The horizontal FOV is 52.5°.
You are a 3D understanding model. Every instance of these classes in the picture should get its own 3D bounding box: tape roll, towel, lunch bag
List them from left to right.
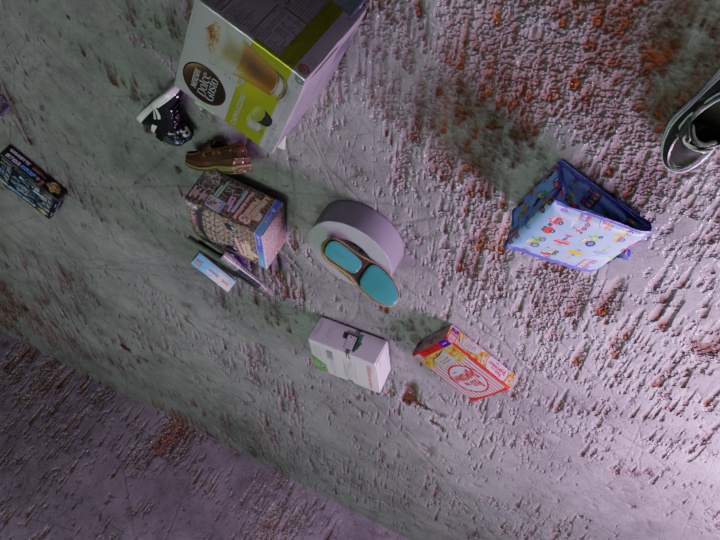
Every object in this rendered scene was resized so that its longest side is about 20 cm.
[{"bbox_3d":[-0.316,-0.017,1.785,0.200,0.035,0.192,24,167,48],"label":"towel"},{"bbox_3d":[-0.010,-0.054,1.558,0.199,0.066,0.201,21,146,15],"label":"tape roll"},{"bbox_3d":[0.369,-0.066,1.218,0.199,0.094,0.151,26,146,-8],"label":"lunch bag"}]

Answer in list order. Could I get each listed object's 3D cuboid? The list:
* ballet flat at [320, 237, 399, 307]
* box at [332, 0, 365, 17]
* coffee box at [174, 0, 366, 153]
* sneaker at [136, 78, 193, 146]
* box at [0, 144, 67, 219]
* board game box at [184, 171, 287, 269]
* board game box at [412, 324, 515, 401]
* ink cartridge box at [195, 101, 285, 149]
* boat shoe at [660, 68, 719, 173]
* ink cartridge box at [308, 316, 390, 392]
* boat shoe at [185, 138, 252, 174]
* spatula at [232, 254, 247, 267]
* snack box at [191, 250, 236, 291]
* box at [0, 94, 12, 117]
[{"bbox_3d":[0.000,0.000,1.520,0.200,0.069,0.063,42,174,-11],"label":"ballet flat"},{"bbox_3d":[-0.013,-0.478,0.936,0.196,0.124,0.200,41,146,-12],"label":"box"},{"bbox_3d":[-0.145,-0.351,1.145,0.197,0.200,0.200,35,147,-5],"label":"coffee box"},{"bbox_3d":[-0.382,-0.321,1.515,0.112,0.073,0.200,43,155,-22],"label":"sneaker"},{"bbox_3d":[-0.949,-0.250,2.098,0.200,0.046,0.159,41,147,-14],"label":"box"},{"bbox_3d":[-0.277,-0.117,1.650,0.199,0.097,0.160,26,155,10],"label":"board game box"},{"bbox_3d":[0.244,0.223,1.734,0.200,0.046,0.151,37,147,-9],"label":"board game box"},{"bbox_3d":[-0.207,-0.323,1.358,0.199,0.067,0.117,29,147,6],"label":"ink cartridge box"},{"bbox_3d":[0.456,-0.193,0.974,0.072,0.071,0.200,25,148,9],"label":"boat shoe"},{"bbox_3d":[-0.025,0.223,1.923,0.199,0.085,0.146,19,146,19],"label":"ink cartridge box"},{"bbox_3d":[-0.303,-0.246,1.555,0.199,0.072,0.068,12,110,41],"label":"boat shoe"},{"bbox_3d":[-0.359,-0.055,1.889,0.200,0.021,0.056,44,148,-17],"label":"spatula"},{"bbox_3d":[-0.381,-0.001,1.888,0.116,0.037,0.200,40,175,-11],"label":"snack box"},{"bbox_3d":[-1.001,-0.472,1.848,0.160,0.044,0.200,2,137,38],"label":"box"}]
